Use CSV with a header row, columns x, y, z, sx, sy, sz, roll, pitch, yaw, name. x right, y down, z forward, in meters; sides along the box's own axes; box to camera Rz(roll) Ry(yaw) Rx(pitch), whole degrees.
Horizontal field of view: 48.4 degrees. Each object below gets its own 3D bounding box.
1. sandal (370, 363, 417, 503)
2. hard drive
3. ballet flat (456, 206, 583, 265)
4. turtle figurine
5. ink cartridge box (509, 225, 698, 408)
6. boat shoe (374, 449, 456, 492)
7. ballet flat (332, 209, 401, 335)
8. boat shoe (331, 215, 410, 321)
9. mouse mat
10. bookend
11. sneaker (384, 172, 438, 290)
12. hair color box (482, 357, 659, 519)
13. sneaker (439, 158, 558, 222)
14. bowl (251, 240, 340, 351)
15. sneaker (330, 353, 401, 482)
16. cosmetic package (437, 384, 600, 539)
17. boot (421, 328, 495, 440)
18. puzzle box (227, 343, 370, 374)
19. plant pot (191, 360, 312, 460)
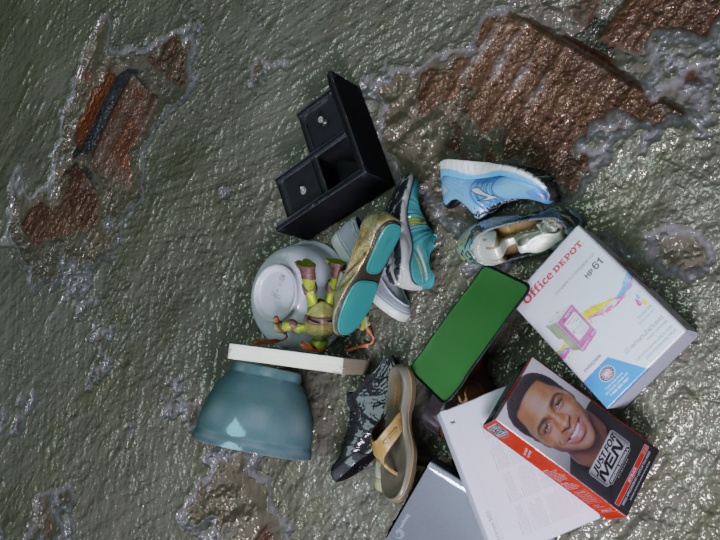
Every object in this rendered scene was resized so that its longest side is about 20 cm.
x,y,z,sx,sy,sz,roll,pitch,yaw,name
0.043,0.235,1.176,0.080,0.053,0.204,-25,58,58,sandal
0.151,0.368,1.113,0.198,0.033,0.141,30,107,8,hard drive
0.220,-0.044,1.154,0.198,0.074,0.076,-18,73,31,ballet flat
-0.073,0.066,1.272,0.196,0.065,0.164,0,107,-3,turtle figurine
0.319,0.062,1.070,0.145,0.084,0.201,-50,59,18,ink cartridge box
0.102,0.296,1.186,0.197,0.073,0.064,-10,79,31,boat shoe
0.000,0.000,1.219,0.070,0.070,0.202,34,108,32,ballet flat
0.027,-0.009,1.285,0.072,0.070,0.202,-49,59,20,boat shoe
0.152,0.086,1.144,0.201,0.007,0.161,-55,18,1,mouse mat
-0.069,-0.192,1.363,0.197,0.092,0.203,-29,67,27,bookend
0.080,-0.059,1.260,0.078,0.078,0.203,135,141,-55,sneaker
0.268,0.215,1.024,0.199,0.061,0.102,35,70,4,hair color box
0.204,-0.114,1.191,0.198,0.078,0.092,13,100,43,sneaker
-0.119,0.043,1.364,0.198,0.090,0.205,-5,81,33,bowl
0.007,0.234,1.271,0.200,0.060,0.105,-45,64,14,sneaker
0.207,0.259,1.069,0.148,0.052,0.203,-19,76,-7,cosmetic package
0.207,0.188,1.140,0.198,0.068,0.190,26,84,27,boot
-0.096,0.142,1.281,0.197,0.133,0.026,5,84,20,puzzle box
-0.165,0.223,1.309,0.198,0.199,0.137,4,79,34,plant pot
